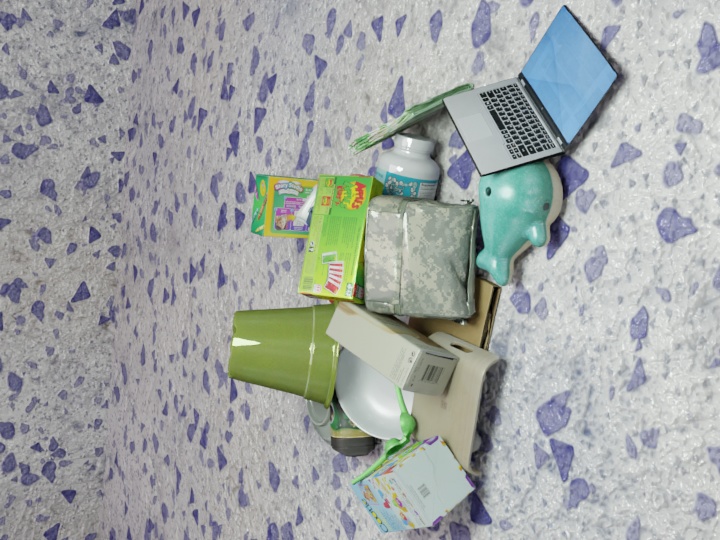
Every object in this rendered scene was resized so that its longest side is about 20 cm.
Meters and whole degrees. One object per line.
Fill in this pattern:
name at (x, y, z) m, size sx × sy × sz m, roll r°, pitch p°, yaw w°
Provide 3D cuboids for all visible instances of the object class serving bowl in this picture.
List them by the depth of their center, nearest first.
serving bowl at (0.054, 0.194, 1.519) m, size 0.199 × 0.066 × 0.201 m, roll 5°, pitch 101°, yaw 26°

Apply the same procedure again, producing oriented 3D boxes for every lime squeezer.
lime squeezer at (0.049, 0.270, 1.420) m, size 0.038 × 0.070 × 0.201 m, roll 53°, pitch -123°, yaw -76°

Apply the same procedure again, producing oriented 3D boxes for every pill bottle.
pill bottle at (0.075, -0.135, 1.505) m, size 0.111 × 0.110 × 0.201 m, roll 33°, pitch 117°, yaw 54°

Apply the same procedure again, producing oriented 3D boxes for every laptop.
laptop at (0.234, -0.259, 1.236) m, size 0.116 × 0.199 × 0.188 m, roll 77°, pitch 176°, yaw -48°

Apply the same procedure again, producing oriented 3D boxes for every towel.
towel at (0.080, -0.260, 1.474) m, size 0.200 × 0.152 × 0.023 m, roll -22°, pitch 96°, yaw 57°

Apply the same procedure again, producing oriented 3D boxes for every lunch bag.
lunch bag at (0.105, -0.019, 1.378) m, size 0.167 × 0.139 × 0.201 m, roll 6°, pitch 96°, yaw 25°

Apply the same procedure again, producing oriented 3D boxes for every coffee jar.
coffee jar at (-0.016, 0.253, 1.645) m, size 0.104 × 0.085 × 0.201 m, roll 145°, pitch 124°, yaw -79°

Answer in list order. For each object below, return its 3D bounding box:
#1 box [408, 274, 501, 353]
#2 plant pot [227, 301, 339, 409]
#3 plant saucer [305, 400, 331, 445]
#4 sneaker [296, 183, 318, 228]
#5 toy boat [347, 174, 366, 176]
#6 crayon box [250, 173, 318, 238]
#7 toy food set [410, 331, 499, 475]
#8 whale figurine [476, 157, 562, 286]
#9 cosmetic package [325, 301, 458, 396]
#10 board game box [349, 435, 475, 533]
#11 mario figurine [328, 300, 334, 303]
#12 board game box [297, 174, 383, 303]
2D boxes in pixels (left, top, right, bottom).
box at (0.152, 0.071, 1.452) m, size 0.200 × 0.021 × 0.164 m, roll 31°, pitch 115°, yaw 55°
plant pot at (-0.142, 0.144, 1.565) m, size 0.200 × 0.189 × 0.201 m, roll -175°, pitch 90°, yaw -82°
plant saucer at (-0.069, 0.265, 1.774) m, size 0.200 × 0.050 × 0.201 m, roll -7°, pitch 82°, yaw 58°
sneaker at (-0.048, -0.059, 1.486) m, size 0.146 × 0.080 × 0.201 m, roll 6°, pitch 87°, yaw 35°
toy boat at (-0.011, -0.090, 1.649) m, size 0.200 × 0.130 × 0.131 m, roll -57°, pitch 1°, yaw 17°
crayon box at (-0.115, -0.126, 1.727) m, size 0.058 × 0.199 × 0.120 m, roll 17°, pitch 103°, yaw 56°
toy food set at (0.155, 0.213, 1.391) m, size 0.143 × 0.060 × 0.201 m, roll 22°, pitch 109°, yaw 49°
whale figurine at (0.215, -0.079, 1.279) m, size 0.159 × 0.103 × 0.201 m, roll 49°, pitch 126°, yaw 47°
cosmetic package at (0.048, 0.120, 1.381) m, size 0.200 × 0.105 × 0.071 m, roll 32°, pitch 100°, yaw 42°
board game box at (0.081, 0.355, 1.415) m, size 0.105 × 0.103 × 0.200 m, roll 55°, pitch 152°, yaw 3°
mario figurine at (-0.008, 0.088, 1.634) m, size 0.200 × 0.106 × 0.124 m, roll 52°, pitch 130°, yaw 44°
board game box at (-0.031, -0.052, 1.399) m, size 0.101 × 0.048 × 0.201 m, roll 5°, pitch 81°, yaw 26°
